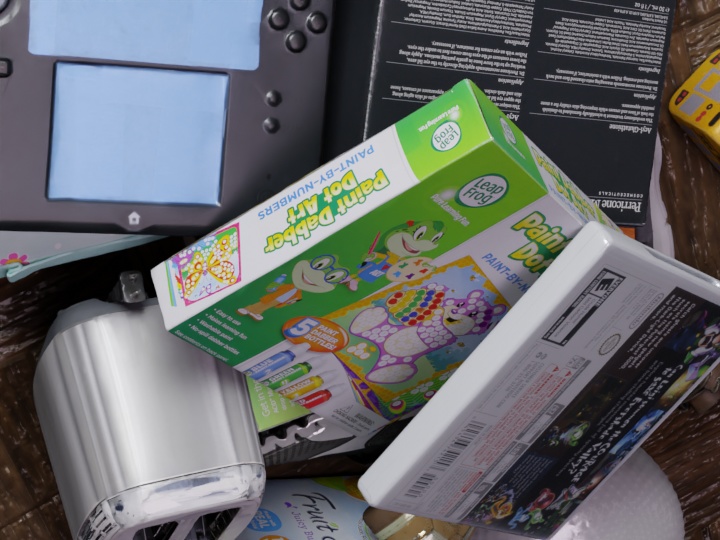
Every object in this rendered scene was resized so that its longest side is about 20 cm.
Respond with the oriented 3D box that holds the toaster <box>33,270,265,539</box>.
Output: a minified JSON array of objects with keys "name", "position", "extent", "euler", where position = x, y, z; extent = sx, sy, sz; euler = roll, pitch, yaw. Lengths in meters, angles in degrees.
[{"name":"toaster","position":[-0.119,0.092,0.951],"extent":[0.113,0.129,0.200],"euler":[-10,161,-21]}]

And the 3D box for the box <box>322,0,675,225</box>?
[{"name":"box","position":[0.072,-0.103,0.937],"extent":[0.200,0.079,0.141],"euler":[2,97,-31]}]

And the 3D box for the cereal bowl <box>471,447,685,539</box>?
[{"name":"cereal bowl","position":[0.150,0.218,1.179],"extent":[0.200,0.083,0.200],"euler":[-16,129,-20]}]

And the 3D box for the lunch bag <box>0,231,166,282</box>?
[{"name":"lunch bag","position":[-0.156,-0.104,0.883],"extent":[0.170,0.122,0.200],"euler":[-15,97,-18]}]

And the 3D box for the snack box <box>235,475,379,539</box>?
[{"name":"snack box","position":[-0.049,0.202,1.054],"extent":[0.200,0.169,0.068],"euler":[2,115,-26]}]

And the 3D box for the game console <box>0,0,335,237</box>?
[{"name":"game console","position":[-0.109,-0.105,0.822],"extent":[0.200,0.031,0.177],"euler":[1,95,-23]}]

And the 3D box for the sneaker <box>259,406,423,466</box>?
[{"name":"sneaker","position":[0.000,0.098,1.090],"extent":[0.200,0.066,0.091],"euler":[-26,118,-14]}]

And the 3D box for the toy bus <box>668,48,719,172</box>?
[{"name":"toy bus","position":[0.301,-0.062,1.146],"extent":[0.065,0.078,0.200],"euler":[-48,122,0]}]

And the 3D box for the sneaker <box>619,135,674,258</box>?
[{"name":"sneaker","position":[0.135,-0.053,1.077],"extent":[0.112,0.078,0.200],"euler":[-27,120,-12]}]

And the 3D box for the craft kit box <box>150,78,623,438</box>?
[{"name":"craft kit box","position":[0.026,0.004,0.887],"extent":[0.197,0.049,0.200],"euler":[-33,145,17]}]

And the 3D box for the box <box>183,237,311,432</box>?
[{"name":"box","position":[0.000,0.000,1.034],"extent":[0.200,0.036,0.145],"euler":[-19,93,-18]}]

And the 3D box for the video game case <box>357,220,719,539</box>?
[{"name":"video game case","position":[0.117,0.071,0.941],"extent":[0.182,0.023,0.200],"euler":[20,116,-48]}]

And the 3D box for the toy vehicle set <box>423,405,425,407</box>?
[{"name":"toy vehicle set","position":[0.073,0.023,1.022],"extent":[0.124,0.027,0.200],"euler":[-38,99,-15]}]

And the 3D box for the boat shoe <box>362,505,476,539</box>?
[{"name":"boat shoe","position":[0.083,0.137,1.096],"extent":[0.076,0.072,0.200],"euler":[50,49,4]}]

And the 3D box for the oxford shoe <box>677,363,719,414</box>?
[{"name":"oxford shoe","position":[0.216,0.053,1.124],"extent":[0.200,0.085,0.073],"euler":[6,151,-38]}]
